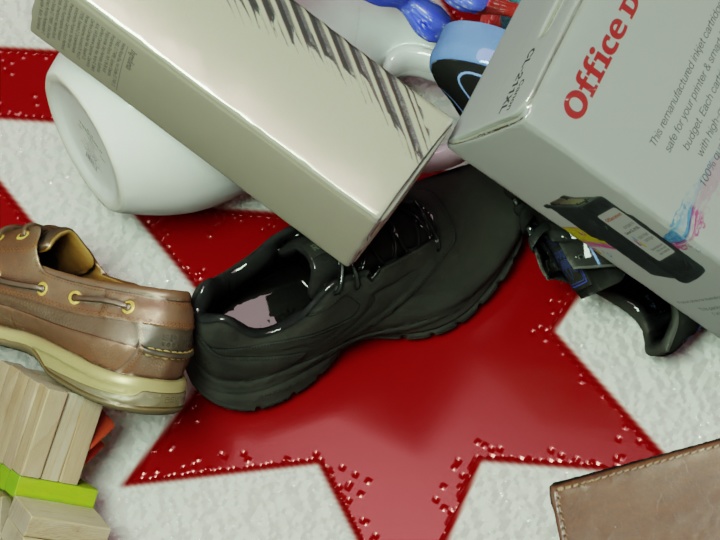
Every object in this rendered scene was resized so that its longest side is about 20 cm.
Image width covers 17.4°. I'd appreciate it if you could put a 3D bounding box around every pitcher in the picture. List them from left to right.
[{"bbox_3d":[-0.046,-0.092,1.228,0.200,0.121,0.172,-28,60,-18],"label":"pitcher"}]

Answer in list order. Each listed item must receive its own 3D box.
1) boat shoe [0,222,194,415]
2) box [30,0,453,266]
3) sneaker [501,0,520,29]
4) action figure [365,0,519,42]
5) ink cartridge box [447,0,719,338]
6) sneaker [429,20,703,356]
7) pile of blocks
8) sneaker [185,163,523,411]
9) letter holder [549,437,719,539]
[{"bbox_3d":[-0.161,0.008,1.196,0.200,0.072,0.068,24,102,31],"label":"boat shoe"},{"bbox_3d":[-0.059,-0.094,1.128,0.200,0.082,0.068,37,70,-1],"label":"box"},{"bbox_3d":[0.170,-0.130,1.248,0.130,0.080,0.200,-37,74,-17],"label":"sneaker"},{"bbox_3d":[0.000,-0.174,1.175,0.200,0.065,0.099,10,63,-36],"label":"action figure"},{"bbox_3d":[0.163,-0.072,1.135,0.200,0.083,0.146,34,71,-17],"label":"ink cartridge box"},{"bbox_3d":[0.105,-0.040,1.184,0.200,0.070,0.078,38,68,-8],"label":"sneaker"},{"bbox_3d":[-0.157,0.146,1.170,0.062,0.082,0.201,15,71,-35],"label":"pile of blocks"},{"bbox_3d":[0.000,0.000,1.196,0.200,0.091,0.076,-31,66,-11],"label":"sneaker"},{"bbox_3d":[0.206,0.149,1.074,0.199,0.101,0.143,-17,66,18],"label":"letter holder"}]
